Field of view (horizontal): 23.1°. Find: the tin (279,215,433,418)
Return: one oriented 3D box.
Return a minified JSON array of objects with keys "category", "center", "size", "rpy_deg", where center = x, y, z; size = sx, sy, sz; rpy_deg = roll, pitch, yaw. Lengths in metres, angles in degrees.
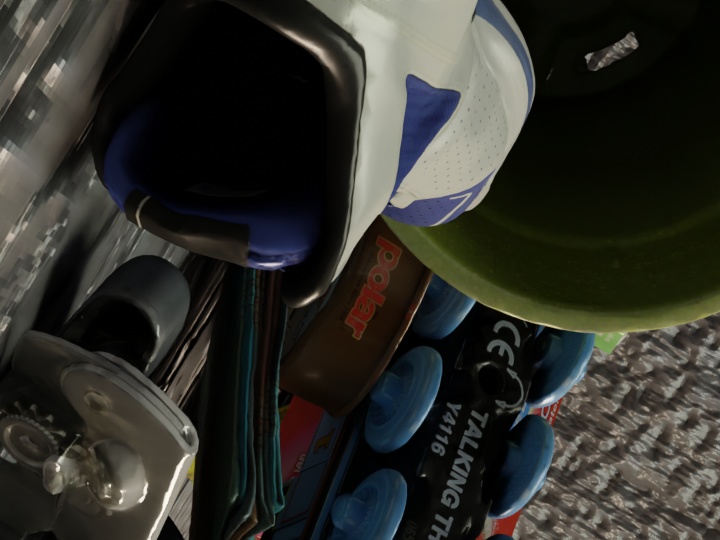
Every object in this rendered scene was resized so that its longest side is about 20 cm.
[{"category":"tin","center":[-0.008,-0.003,0.759],"size":[0.200,0.042,0.113],"rpy_deg":[-140,-108,-79]}]

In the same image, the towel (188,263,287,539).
[{"category":"towel","center":[-0.049,0.063,0.703],"size":[0.200,0.021,0.148],"rpy_deg":[111,-16,-61]}]

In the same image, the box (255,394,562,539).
[{"category":"box","center":[0.035,0.062,0.856],"size":[0.201,0.095,0.100],"rpy_deg":[-67,150,-19]}]

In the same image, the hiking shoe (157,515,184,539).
[{"category":"hiking shoe","center":[-0.114,0.147,0.696],"size":[0.086,0.075,0.200],"rpy_deg":[-28,168,-22]}]

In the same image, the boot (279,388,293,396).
[{"category":"boot","center":[0.000,0.000,0.978],"size":[0.156,0.073,0.200],"rpy_deg":[-64,180,-8]}]

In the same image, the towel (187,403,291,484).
[{"category":"towel","center":[-0.059,0.097,0.961],"size":[0.085,0.018,0.200],"rpy_deg":[-20,172,-4]}]

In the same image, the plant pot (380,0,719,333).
[{"category":"plant pot","center":[0.089,-0.104,0.688],"size":[0.201,0.199,0.190],"rpy_deg":[-61,-171,17]}]

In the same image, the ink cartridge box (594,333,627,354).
[{"category":"ink cartridge box","center":[0.122,-0.059,1.205],"size":[0.147,0.199,0.084],"rpy_deg":[-60,173,-8]}]

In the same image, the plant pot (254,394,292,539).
[{"category":"plant pot","center":[0.000,0.172,1.503],"size":[0.200,0.198,0.178],"rpy_deg":[-55,164,-49]}]

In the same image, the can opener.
[{"category":"can opener","center":[-0.083,0.073,0.506],"size":[0.067,0.053,0.200],"rpy_deg":[-56,176,-41]}]

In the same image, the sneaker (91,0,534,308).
[{"category":"sneaker","center":[-0.014,-0.045,0.431],"size":[0.116,0.080,0.200],"rpy_deg":[-55,169,-15]}]

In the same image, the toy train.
[{"category":"toy train","center":[0.023,0.075,0.729],"size":[0.114,0.086,0.201],"rpy_deg":[-28,-144,55]}]
